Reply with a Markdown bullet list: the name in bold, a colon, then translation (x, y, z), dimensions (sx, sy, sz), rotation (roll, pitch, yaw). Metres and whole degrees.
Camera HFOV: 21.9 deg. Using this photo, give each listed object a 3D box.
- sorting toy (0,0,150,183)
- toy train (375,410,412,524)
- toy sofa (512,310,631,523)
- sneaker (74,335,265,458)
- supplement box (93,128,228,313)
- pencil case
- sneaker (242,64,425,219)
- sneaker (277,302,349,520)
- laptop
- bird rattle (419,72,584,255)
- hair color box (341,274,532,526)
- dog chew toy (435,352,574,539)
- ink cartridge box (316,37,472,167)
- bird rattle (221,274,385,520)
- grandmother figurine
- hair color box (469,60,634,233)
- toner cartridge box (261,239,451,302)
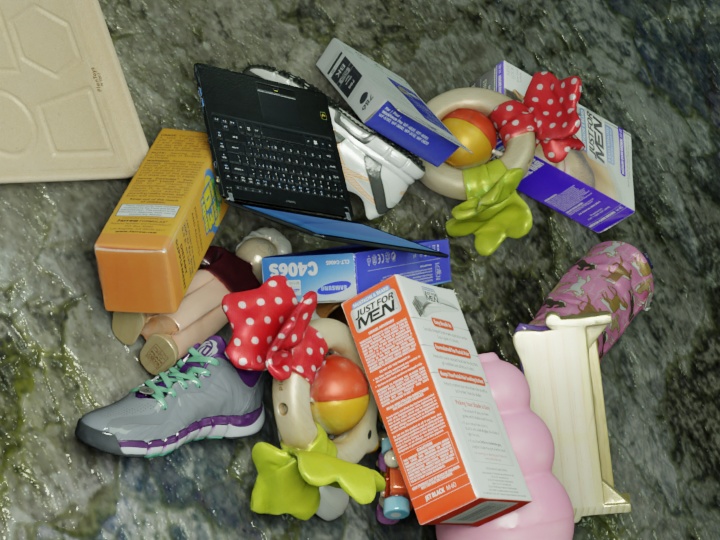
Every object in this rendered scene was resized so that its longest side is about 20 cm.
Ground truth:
- **sorting toy**: translation (-0.292, -0.157, 1.588), dimensions (0.199, 0.036, 0.186), rotation (-8, 71, -41)
- **toy train**: translation (0.043, 0.141, 1.635), dimensions (0.055, 0.151, 0.201), rotation (1, 56, -3)
- **toy sofa**: translation (0.205, 0.139, 1.801), dimensions (0.083, 0.097, 0.202), rotation (-10, 93, -83)
- **sneaker**: translation (-0.151, 0.095, 1.509), dimensions (0.199, 0.074, 0.088), rotation (-7, 112, -53)
- **supplement box**: translation (-0.163, -0.045, 1.574), dimensions (0.200, 0.068, 0.067), rotation (-74, 161, -55)
- **pencil case**: translation (0.238, 0.046, 1.934), dimensions (0.200, 0.086, 0.083), rotation (-43, 127, -48)
- **sneaker**: translation (-0.038, -0.124, 1.782), dimensions (0.199, 0.080, 0.074), rotation (36, 12, 1)
- **sneaker**: translation (-0.025, 0.114, 1.623), dimensions (0.073, 0.084, 0.201), rotation (29, 46, -54)
- **laptop**: translation (-0.035, -0.095, 1.622), dimensions (0.177, 0.103, 0.201), rotation (8, 63, -51)
- **bird rattle**: translation (0.130, -0.130, 1.877), dimensions (0.162, 0.113, 0.201), rotation (23, 72, 15)
- **hair color box**: translation (0.064, 0.111, 1.559), dimensions (0.111, 0.064, 0.201), rotation (16, 52, -59)
- **dog chew toy**: translation (0.120, 0.174, 1.646), dimensions (0.124, 0.124, 0.202), rotation (-4, 84, -45)
- **ink cartridge box**: translation (0.030, -0.159, 1.817), dimensions (0.099, 0.039, 0.200), rotation (29, 13, -29)
- **bird rattle**: translation (-0.043, 0.102, 1.538), dimensions (0.163, 0.112, 0.201), rotation (-12, 86, -59)
- **grandmother figurine**: translation (-0.124, 0.020, 1.615), dimensions (0.122, 0.060, 0.200), rotation (52, 42, -2)
- **hair color box**: translation (0.210, -0.134, 2.034), dimensions (0.199, 0.065, 0.110), rotation (24, 51, -30)
- **toner cartridge box**: translation (0.000, 0.000, 1.679), dimensions (0.200, 0.094, 0.044), rotation (-9, 95, -63)
